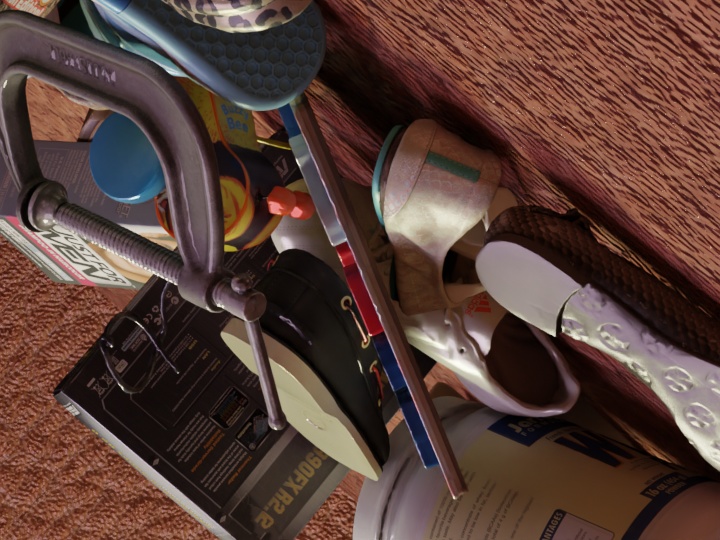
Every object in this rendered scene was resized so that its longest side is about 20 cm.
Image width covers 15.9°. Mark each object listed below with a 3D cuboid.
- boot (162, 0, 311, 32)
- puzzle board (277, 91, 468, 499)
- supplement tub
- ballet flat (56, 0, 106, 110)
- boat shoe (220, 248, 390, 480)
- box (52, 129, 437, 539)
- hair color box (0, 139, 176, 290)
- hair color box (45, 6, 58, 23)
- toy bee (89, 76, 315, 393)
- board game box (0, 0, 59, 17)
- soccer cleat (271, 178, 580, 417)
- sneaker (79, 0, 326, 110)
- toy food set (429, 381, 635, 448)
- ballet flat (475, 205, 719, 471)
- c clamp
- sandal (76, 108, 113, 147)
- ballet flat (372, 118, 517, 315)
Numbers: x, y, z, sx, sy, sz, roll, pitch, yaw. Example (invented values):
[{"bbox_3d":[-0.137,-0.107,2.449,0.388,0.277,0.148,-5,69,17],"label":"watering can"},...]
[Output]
[{"bbox_3d":[-0.111,-0.173,0.989,0.203,0.074,0.154,28,161,45],"label":"boot"},{"bbox_3d":[0.000,0.000,1.241,0.151,0.017,0.200,-114,2,-76],"label":"puzzle board"},{"bbox_3d":[0.110,0.159,1.436,0.200,0.145,0.145,21,162,35],"label":"supplement tub"},{"bbox_3d":[-0.154,-0.134,1.491,0.067,0.068,0.200,42,-177,-38],"label":"ballet flat"},{"bbox_3d":[-0.015,0.055,1.365,0.074,0.063,0.201,28,164,25],"label":"boat shoe"},{"bbox_3d":[-0.052,0.045,1.476,0.158,0.200,0.048,40,168,-7],"label":"box"},{"bbox_3d":[-0.137,-0.033,1.667,0.200,0.061,0.099,4,155,32],"label":"hair color box"},{"bbox_3d":[-0.225,-0.151,1.440,0.200,0.061,0.099,177,85,-68],"label":"hair color box"},{"bbox_3d":[-0.071,-0.052,1.288,0.109,0.131,0.200,-7,103,30],"label":"toy bee"},{"bbox_3d":[-0.221,-0.143,1.230,0.097,0.200,0.159,38,172,8],"label":"board game box"},{"bbox_3d":[0.039,0.013,1.386,0.200,0.069,0.078,37,169,-24],"label":"soccer cleat"},{"bbox_3d":[-0.116,-0.149,1.157,0.200,0.080,0.131,45,170,-24],"label":"sneaker"},{"bbox_3d":[0.127,0.119,1.602,0.143,0.060,0.200,44,164,-10],"label":"toy food set"},{"bbox_3d":[0.140,0.035,1.114,0.200,0.046,0.067,34,140,4],"label":"ballet flat"},{"bbox_3d":[-0.114,-0.032,1.199,0.200,0.027,0.171,30,137,39],"label":"c clamp"},{"bbox_3d":[-0.158,-0.090,1.740,0.054,0.080,0.200,19,169,-4],"label":"sandal"},{"bbox_3d":[0.044,-0.015,1.210,0.062,0.068,0.200,17,169,9],"label":"ballet flat"}]
